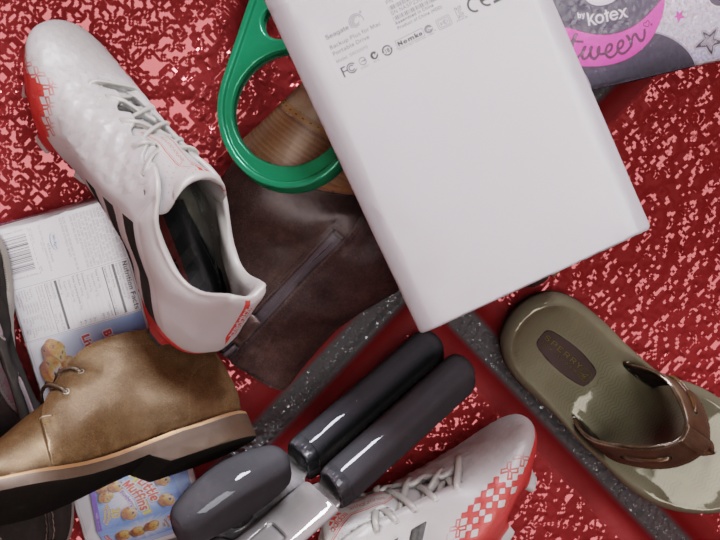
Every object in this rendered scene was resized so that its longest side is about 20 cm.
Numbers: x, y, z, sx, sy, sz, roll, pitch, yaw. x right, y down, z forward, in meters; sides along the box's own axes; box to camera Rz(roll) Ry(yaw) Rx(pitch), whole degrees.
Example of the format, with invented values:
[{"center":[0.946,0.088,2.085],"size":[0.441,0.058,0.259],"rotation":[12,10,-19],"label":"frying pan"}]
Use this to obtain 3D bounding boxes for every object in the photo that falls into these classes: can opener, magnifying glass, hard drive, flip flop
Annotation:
[{"center":[-0.015,0.102,0.798],"size":[0.200,0.053,0.067],"rotation":[-36,148,-26],"label":"can opener"},{"center":[-0.044,-0.141,0.771],"size":[0.079,0.022,0.202],"rotation":[-9,81,10],"label":"magnifying glass"},{"center":[0.048,-0.086,0.724],"size":[0.131,0.026,0.201],"rotation":[-24,101,6],"label":"hard drive"},{"center":[0.170,0.085,0.868],"size":[0.200,0.058,0.081],"rotation":[39,89,-15],"label":"flip flop"}]

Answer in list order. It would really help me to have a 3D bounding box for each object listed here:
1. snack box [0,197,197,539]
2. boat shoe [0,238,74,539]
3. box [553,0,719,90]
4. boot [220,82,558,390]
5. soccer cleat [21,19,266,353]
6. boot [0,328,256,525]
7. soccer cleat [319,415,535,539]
[{"center":[-0.147,0.062,0.810],"size":[0.071,0.024,0.202],"rotation":[-16,101,-9],"label":"snack box"},{"center":[-0.208,0.074,0.771],"size":[0.066,0.057,0.202],"rotation":[-8,103,13],"label":"boat shoe"},{"center":[0.149,-0.173,0.794],"size":[0.198,0.115,0.133],"rotation":[-13,101,-10],"label":"box"},{"center":[0.000,0.000,0.825],"size":[0.199,0.072,0.167],"rotation":[30,103,-16],"label":"boot"},{"center":[-0.112,-0.052,0.749],"size":[0.068,0.085,0.201],"rotation":[-22,83,-38],"label":"soccer cleat"},{"center":[-0.156,0.084,0.748],"size":[0.199,0.074,0.076],"rotation":[-14,77,-34],"label":"boot"},{"center":[0.021,0.152,0.834],"size":[0.200,0.069,0.085],"rotation":[-46,109,2],"label":"soccer cleat"}]
